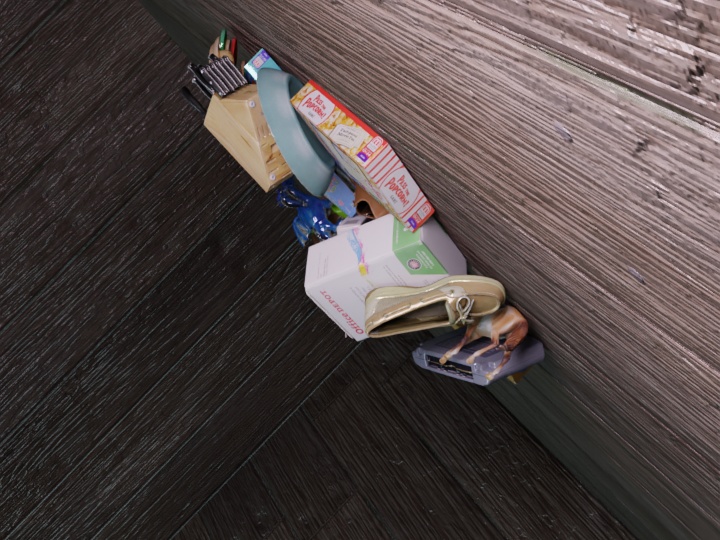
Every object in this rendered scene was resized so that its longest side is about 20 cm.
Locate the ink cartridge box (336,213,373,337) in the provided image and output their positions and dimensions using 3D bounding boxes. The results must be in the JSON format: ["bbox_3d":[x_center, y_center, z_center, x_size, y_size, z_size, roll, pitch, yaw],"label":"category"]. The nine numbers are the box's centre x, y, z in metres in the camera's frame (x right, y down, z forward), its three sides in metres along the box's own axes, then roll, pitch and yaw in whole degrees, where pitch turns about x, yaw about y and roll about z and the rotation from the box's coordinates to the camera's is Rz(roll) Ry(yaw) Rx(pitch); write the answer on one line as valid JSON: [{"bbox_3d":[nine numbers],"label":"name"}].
[{"bbox_3d":[0.000,0.000,1.576,0.200,0.044,0.181,-58,-37,-78],"label":"ink cartridge box"}]

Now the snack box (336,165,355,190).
[{"bbox_3d":[0.013,-0.139,1.665,0.200,0.024,0.072,46,178,42],"label":"snack box"}]

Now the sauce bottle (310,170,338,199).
[{"bbox_3d":[-0.091,-0.208,1.804,0.066,0.066,0.201,47,-169,-36],"label":"sauce bottle"}]

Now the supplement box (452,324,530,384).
[{"bbox_3d":[0.220,0.111,1.616,0.067,0.069,0.200,45,-179,-32],"label":"supplement box"}]

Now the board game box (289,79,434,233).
[{"bbox_3d":[0.001,-0.154,1.275,0.200,0.046,0.152,46,178,42],"label":"board game box"}]

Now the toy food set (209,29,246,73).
[{"bbox_3d":[-0.216,-0.306,1.616,0.200,0.047,0.203,-95,-5,-49],"label":"toy food set"}]

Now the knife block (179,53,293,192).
[{"bbox_3d":[-0.199,-0.233,1.477,0.173,0.064,0.204,11,125,42],"label":"knife block"}]

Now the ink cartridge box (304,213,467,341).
[{"bbox_3d":[0.038,0.006,1.361,0.145,0.197,0.089,46,-147,-38],"label":"ink cartridge box"}]

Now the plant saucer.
[{"bbox_3d":[-0.084,-0.207,1.365,0.202,0.035,0.202,57,-161,-31],"label":"plant saucer"}]

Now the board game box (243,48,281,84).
[{"bbox_3d":[-0.108,-0.261,1.534,0.200,0.045,0.152,48,179,-8],"label":"board game box"}]

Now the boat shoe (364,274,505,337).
[{"bbox_3d":[0.102,0.055,1.298,0.074,0.196,0.064,79,-170,-47],"label":"boat shoe"}]

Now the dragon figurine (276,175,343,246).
[{"bbox_3d":[-0.086,-0.084,1.681,0.059,0.097,0.203,119,136,-55],"label":"dragon figurine"}]

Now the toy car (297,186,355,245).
[{"bbox_3d":[-0.020,-0.022,1.780,0.164,0.156,0.204,35,-136,-45],"label":"toy car"}]

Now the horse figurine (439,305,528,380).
[{"bbox_3d":[0.187,0.088,1.366,0.050,0.133,0.199,48,165,-19],"label":"horse figurine"}]

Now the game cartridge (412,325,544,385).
[{"bbox_3d":[0.186,0.127,1.465,0.199,0.131,0.042,9,118,60],"label":"game cartridge"}]

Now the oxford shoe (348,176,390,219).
[{"bbox_3d":[0.011,-0.121,1.433,0.071,0.071,0.200,45,-179,-23],"label":"oxford shoe"}]

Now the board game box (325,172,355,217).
[{"bbox_3d":[-0.090,-0.180,1.587,0.151,0.037,0.200,45,180,-37],"label":"board game box"}]
